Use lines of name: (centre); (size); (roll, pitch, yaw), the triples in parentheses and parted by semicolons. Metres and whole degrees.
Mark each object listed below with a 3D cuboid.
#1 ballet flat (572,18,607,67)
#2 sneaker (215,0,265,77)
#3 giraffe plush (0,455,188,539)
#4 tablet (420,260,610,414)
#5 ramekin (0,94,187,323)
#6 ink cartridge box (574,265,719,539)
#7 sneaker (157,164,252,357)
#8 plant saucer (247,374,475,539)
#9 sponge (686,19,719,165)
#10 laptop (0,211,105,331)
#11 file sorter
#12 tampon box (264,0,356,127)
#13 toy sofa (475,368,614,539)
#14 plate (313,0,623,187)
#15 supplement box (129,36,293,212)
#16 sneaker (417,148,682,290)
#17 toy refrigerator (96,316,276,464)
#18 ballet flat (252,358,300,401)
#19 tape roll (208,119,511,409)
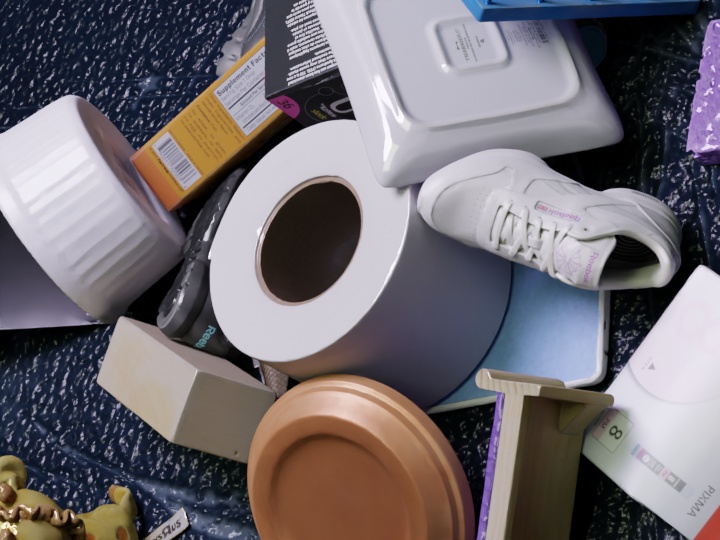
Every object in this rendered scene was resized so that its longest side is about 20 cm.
ballet flat: (0.102, -0.153, 1.655); (0.200, 0.071, 0.065); (-22, 28, -16)
sneaker: (-0.061, -0.242, 1.887); (0.082, 0.073, 0.200); (13, 84, 30)
giraffe plush: (-0.265, 0.248, 1.733); (0.200, 0.162, 0.173); (-51, 45, 9)
tablet: (0.108, 0.043, 1.625); (0.200, 0.014, 0.130); (-14, 60, 36)
ramekin: (-0.242, -0.060, 1.853); (0.098, 0.200, 0.201); (-35, 49, 7)
ink cartridge box: (0.261, 0.112, 1.436); (0.163, 0.057, 0.200); (-54, 41, 5)
sneaker: (-0.115, -0.006, 1.807); (0.075, 0.079, 0.200); (-45, 21, 48)
plant saucer: (-0.008, 0.179, 1.564); (0.200, 0.037, 0.201); (10, 109, 32)
sponge: (0.337, -0.140, 1.511); (0.200, 0.030, 0.112); (-4, 66, 40)
laptop: (-0.322, 0.000, 2.019); (0.200, 0.103, 0.178); (-41, 41, 53)
file sorter: (0.162, -0.281, 1.591); (0.139, 0.200, 0.123); (58, 143, 41)
tampon box: (0.011, -0.215, 1.743); (0.126, 0.150, 0.200); (-18, 58, 32)
toy sofa: (0.108, 0.174, 1.474); (0.097, 0.083, 0.200); (6, 88, 49)
plate: (0.083, -0.166, 1.592); (0.200, 0.032, 0.200); (-11, 58, -13)
supplement box: (-0.110, -0.136, 1.834); (0.200, 0.067, 0.069); (-36, 90, 30)
sneaker: (0.140, -0.034, 1.511); (0.100, 0.200, 0.075); (-80, 1, -65)
toy refrigerator: (-0.149, 0.100, 1.727); (0.200, 0.076, 0.070); (26, 97, 62)
ballet flat: (-0.049, 0.120, 1.690); (0.046, 0.067, 0.200); (-27, 48, 15)
tape roll: (0.000, 0.000, 1.633); (0.202, 0.139, 0.203); (-20, 57, 34)
